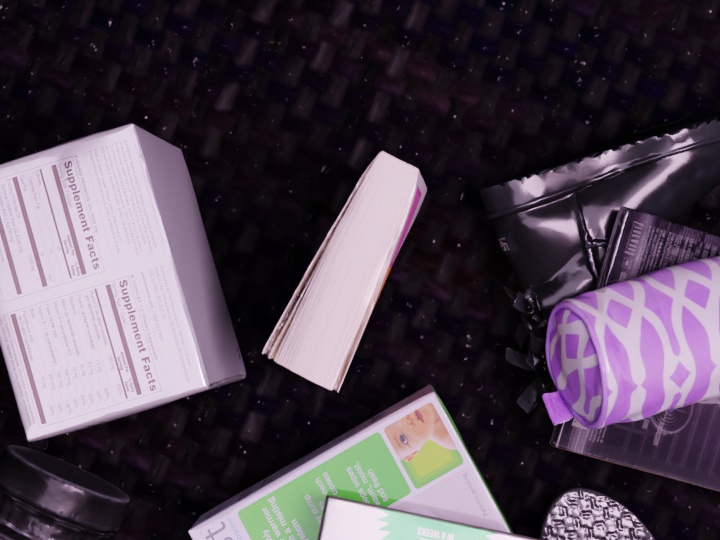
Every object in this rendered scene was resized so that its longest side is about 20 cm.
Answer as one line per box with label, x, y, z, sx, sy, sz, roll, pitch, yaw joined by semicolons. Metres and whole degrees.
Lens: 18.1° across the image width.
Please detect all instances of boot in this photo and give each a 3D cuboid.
boot;0.175;0.000;1.402;0.197;0.073;0.164;-19;95;-7

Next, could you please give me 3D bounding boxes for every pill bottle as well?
pill bottle;-0.219;0.216;1.396;0.111;0.112;0.202;23;90;3

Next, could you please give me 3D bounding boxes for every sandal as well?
sandal;0.178;0.217;1.415;0.075;0.048;0.201;-41;100;0

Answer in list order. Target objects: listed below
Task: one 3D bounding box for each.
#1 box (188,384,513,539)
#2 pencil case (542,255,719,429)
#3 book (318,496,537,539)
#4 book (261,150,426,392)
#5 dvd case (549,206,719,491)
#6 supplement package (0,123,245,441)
box;0.017;0.201;1.394;0.175;0.097;0.201;-28;89;0
pencil case;0.207;0.036;1.329;0.198;0.086;0.085;-11;64;-17
book;0.025;0.244;1.319;0.132;0.048;0.202;11;86;-1
book;0.000;0.000;1.345;0.048;0.200;0.135;26;90;3
dvd case;0.224;0.059;1.385;0.198;0.016;0.150;16;92;-20
supplement package;-0.150;0.008;1.352;0.110;0.200;0.157;-16;88;2
